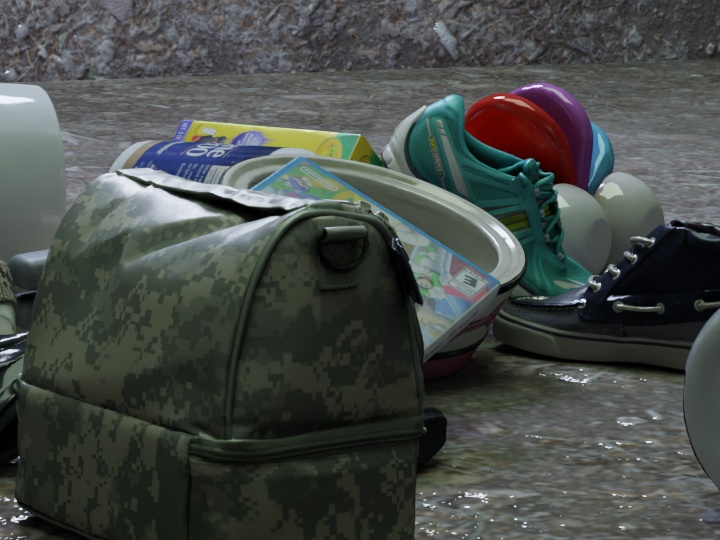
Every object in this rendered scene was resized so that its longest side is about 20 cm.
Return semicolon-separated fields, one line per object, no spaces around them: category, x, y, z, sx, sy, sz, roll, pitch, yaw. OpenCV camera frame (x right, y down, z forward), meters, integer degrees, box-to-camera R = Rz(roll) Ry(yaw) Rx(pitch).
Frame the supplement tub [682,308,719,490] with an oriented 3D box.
supplement tub;0.259;0.054;1.288;0.122;0.123;0.200;7;12;36

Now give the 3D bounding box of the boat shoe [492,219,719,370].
boat shoe;0.178;0.011;1.649;0.200;0.093;0.075;6;10;29

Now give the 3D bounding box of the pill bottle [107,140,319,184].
pill bottle;-0.080;-0.035;1.849;0.200;0.111;0.111;5;10;33

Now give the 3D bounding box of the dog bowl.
dog bowl;0.000;0.000;1.615;0.200;0.074;0.200;14;23;-6

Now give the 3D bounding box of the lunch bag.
lunch bag;-0.064;0.041;1.197;0.139;0.168;0.200;-6;12;-36

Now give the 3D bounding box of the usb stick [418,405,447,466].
usb stick;-0.049;0.079;1.389;0.200;0.033;0.055;5;11;27

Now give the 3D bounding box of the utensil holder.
utensil holder;-0.320;-0.053;1.781;0.200;0.170;0.170;-2;9;-22

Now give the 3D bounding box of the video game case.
video game case;-0.026;0.012;1.393;0.143;0.018;0.200;33;35;14

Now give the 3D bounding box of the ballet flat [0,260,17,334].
ballet flat;-0.231;0.038;1.401;0.075;0.068;0.200;41;16;14

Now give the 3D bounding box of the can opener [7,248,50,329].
can opener;-0.133;0.002;1.657;0.200;0.053;0.066;-8;17;-34

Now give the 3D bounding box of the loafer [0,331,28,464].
loafer;-0.141;0.055;1.367;0.200;0.068;0.070;-23;53;-29

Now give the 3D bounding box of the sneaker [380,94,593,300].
sneaker;0.104;-0.035;1.734;0.200;0.080;0.078;43;14;-13

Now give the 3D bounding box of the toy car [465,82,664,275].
toy car;0.126;-0.066;1.949;0.175;0.150;0.200;6;10;33

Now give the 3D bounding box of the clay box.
clay box;-0.070;-0.052;1.959;0.200;0.115;0.048;6;-28;34
